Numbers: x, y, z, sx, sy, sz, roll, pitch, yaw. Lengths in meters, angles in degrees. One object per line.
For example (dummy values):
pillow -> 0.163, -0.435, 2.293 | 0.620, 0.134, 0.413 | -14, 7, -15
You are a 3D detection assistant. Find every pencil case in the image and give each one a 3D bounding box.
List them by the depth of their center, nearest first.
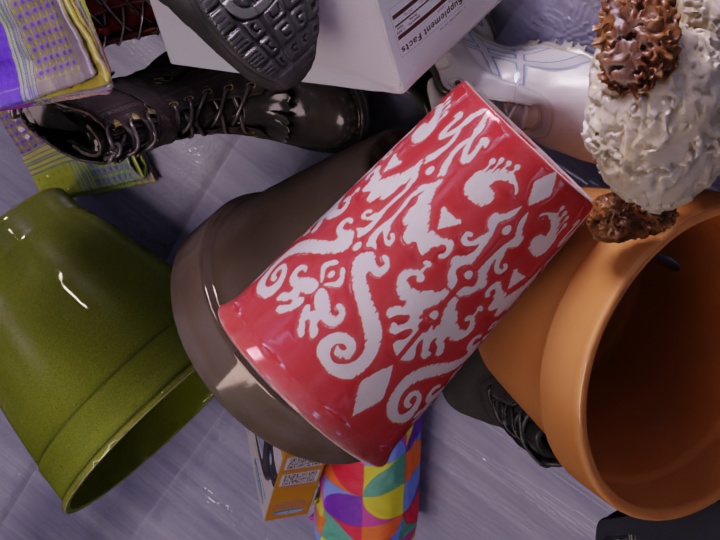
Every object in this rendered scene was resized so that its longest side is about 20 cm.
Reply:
pencil case -> 0.002, 0.136, 1.801 | 0.088, 0.088, 0.201 | 28, 138, 23

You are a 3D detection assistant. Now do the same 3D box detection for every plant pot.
plant pot -> 0.164, 0.033, 1.474 | 0.140, 0.200, 0.201 | 30, 143, 47
plant pot -> 0.000, 0.000, 1.612 | 0.200, 0.200, 0.174 | 46, 126, 0
plant pot -> -0.214, 0.047, 1.842 | 0.193, 0.200, 0.201 | 47, 144, 8

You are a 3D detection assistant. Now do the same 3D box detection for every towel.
towel -> -0.245, -0.169, 1.552 | 0.199, 0.023, 0.144 | -6, 111, 44
towel -> -0.247, -0.141, 1.833 | 0.143, 0.023, 0.201 | -8, 118, 47

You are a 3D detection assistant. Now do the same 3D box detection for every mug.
mug -> 0.020, -0.015, 1.420 | 0.133, 0.200, 0.178 | 34, -168, -50

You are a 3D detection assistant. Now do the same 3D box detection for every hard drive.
hard drive -> 0.249, 0.147, 1.533 | 0.200, 0.135, 0.043 | -17, 97, 52

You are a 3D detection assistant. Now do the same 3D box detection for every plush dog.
plush dog -> 0.184, -0.101, 1.326 | 0.160, 0.172, 0.201 | 19, 135, 30

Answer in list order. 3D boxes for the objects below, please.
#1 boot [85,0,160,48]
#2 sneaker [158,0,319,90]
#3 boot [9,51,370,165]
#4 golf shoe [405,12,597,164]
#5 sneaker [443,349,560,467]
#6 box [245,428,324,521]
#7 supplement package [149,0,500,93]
boot -> -0.148, -0.168, 1.611 | 0.199, 0.144, 0.073 | 10, 129, 37
sneaker -> -0.098, -0.182, 1.376 | 0.200, 0.076, 0.091 | 53, 153, 4
boot -> -0.113, -0.100, 1.607 | 0.199, 0.174, 0.070 | 15, 116, 36
golf shoe -> 0.085, -0.104, 1.485 | 0.199, 0.097, 0.079 | 28, 138, 21
sneaker -> 0.124, 0.088, 1.618 | 0.199, 0.091, 0.076 | 0, 126, 46
box -> -0.060, 0.106, 1.788 | 0.200, 0.041, 0.120 | 111, 148, -65
supplement package -> -0.031, -0.235, 1.431 | 0.191, 0.147, 0.201 | 11, 131, 38
